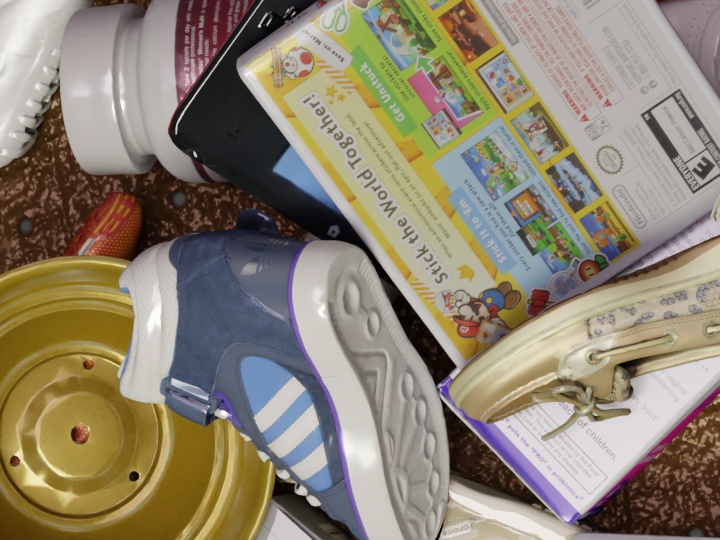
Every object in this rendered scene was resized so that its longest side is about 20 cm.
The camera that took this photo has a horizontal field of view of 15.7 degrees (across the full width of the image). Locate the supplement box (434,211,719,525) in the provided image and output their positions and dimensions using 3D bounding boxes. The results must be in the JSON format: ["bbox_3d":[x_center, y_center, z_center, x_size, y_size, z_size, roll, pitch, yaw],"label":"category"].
[{"bbox_3d":[0.149,0.025,1.343,0.103,0.101,0.200,45,98,11],"label":"supplement box"}]

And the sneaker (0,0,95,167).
[{"bbox_3d":[-0.200,-0.107,1.457,0.200,0.076,0.081,-42,88,15],"label":"sneaker"}]

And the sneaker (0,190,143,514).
[{"bbox_3d":[-0.154,0.054,1.444,0.077,0.073,0.201,19,96,-8],"label":"sneaker"}]

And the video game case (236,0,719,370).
[{"bbox_3d":[0.070,-0.074,1.251,0.181,0.023,0.200,-34,113,8],"label":"video game case"}]

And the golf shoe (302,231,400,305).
[{"bbox_3d":[0.000,0.000,1.346,0.075,0.092,0.201,18,131,-11],"label":"golf shoe"}]

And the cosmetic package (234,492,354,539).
[{"bbox_3d":[-0.064,0.227,1.395,0.107,0.090,0.200,38,93,10],"label":"cosmetic package"}]

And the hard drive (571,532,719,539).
[{"bbox_3d":[0.205,0.192,1.288,0.199,0.026,0.133,-2,119,41],"label":"hard drive"}]

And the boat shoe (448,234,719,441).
[{"bbox_3d":[0.139,0.034,1.256,0.199,0.073,0.063,-25,81,10],"label":"boat shoe"}]

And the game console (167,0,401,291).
[{"bbox_3d":[0.032,-0.084,1.266,0.199,0.031,0.177,33,101,-18],"label":"game console"}]

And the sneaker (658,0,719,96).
[{"bbox_3d":[0.226,-0.115,1.333,0.198,0.100,0.076,9,91,15],"label":"sneaker"}]

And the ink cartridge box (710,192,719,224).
[{"bbox_3d":[0.273,-0.082,1.214,0.145,0.088,0.201,28,67,6],"label":"ink cartridge box"}]

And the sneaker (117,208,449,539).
[{"bbox_3d":[-0.047,0.064,1.309,0.145,0.081,0.201,0,129,28],"label":"sneaker"}]

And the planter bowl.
[{"bbox_3d":[-0.146,0.090,1.368,0.199,0.083,0.202,-1,94,-8],"label":"planter bowl"}]

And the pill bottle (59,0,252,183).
[{"bbox_3d":[-0.053,-0.103,1.395,0.198,0.110,0.111,-3,87,13],"label":"pill bottle"}]

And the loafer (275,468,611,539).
[{"bbox_3d":[0.038,0.137,1.378,0.199,0.076,0.069,20,86,13],"label":"loafer"}]
